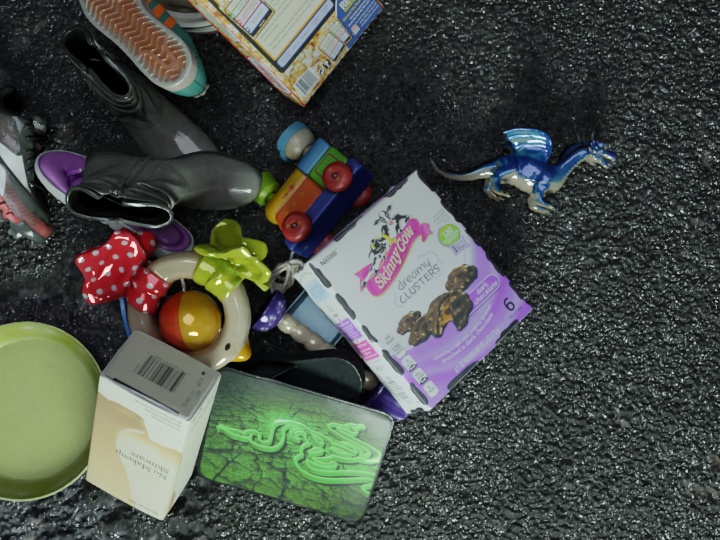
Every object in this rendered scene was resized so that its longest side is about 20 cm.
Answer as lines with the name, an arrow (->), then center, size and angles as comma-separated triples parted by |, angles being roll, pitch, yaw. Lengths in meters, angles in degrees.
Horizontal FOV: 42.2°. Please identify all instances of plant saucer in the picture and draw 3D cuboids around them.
plant saucer -> -0.381, 0.159, 1.068 | 0.199, 0.031, 0.201 | 0, 85, 3
plant saucer -> 0.000, 0.000, 1.074 | 0.070, 0.019, 0.200 | 40, 86, 6

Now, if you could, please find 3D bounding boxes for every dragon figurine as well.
dragon figurine -> 0.183, -0.126, 1.058 | 0.199, 0.059, 0.100 | 15, 85, 3

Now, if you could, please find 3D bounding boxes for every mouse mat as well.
mouse mat -> -0.075, 0.192, 1.016 | 0.199, 0.008, 0.162 | 15, 119, 0

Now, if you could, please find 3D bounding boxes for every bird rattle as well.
bird rattle -> -0.187, 0.029, 0.961 | 0.199, 0.113, 0.164 | -9, 94, -2

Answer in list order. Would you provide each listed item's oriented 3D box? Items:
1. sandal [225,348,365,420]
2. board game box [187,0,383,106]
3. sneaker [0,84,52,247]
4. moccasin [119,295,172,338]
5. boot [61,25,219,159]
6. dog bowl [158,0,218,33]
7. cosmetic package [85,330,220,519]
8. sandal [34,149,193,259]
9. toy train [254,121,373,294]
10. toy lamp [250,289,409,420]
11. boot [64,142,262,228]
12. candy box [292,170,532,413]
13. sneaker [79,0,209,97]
sandal -> -0.092, 0.127, 1.011 | 0.200, 0.048, 0.076 | -14, 118, 26
board game box -> -0.089, -0.306, 1.036 | 0.152, 0.046, 0.200 | -51, 126, -4
sneaker -> -0.395, -0.128, 1.077 | 0.098, 0.071, 0.201 | -28, 82, 2
moccasin -> -0.224, 0.070, 1.056 | 0.068, 0.080, 0.201 | -15, 98, -2
boot -> -0.246, -0.178, 1.038 | 0.200, 0.131, 0.068 | 42, 88, 6
dog bowl -> -0.189, -0.368, 1.092 | 0.199, 0.074, 0.201 | 0, 85, 2
cosmetic package -> -0.221, 0.166, 0.978 | 0.105, 0.200, 0.071 | 26, 44, 5
sandal -> -0.272, -0.086, 1.062 | 0.202, 0.083, 0.050 | 33, 126, -4
toy train -> -0.088, -0.065, 1.061 | 0.116, 0.085, 0.200 | 42, 95, 22
toy lamp -> -0.025, 0.098, 1.032 | 0.200, 0.058, 0.058 | 34, 86, -10
boot -> -0.201, -0.076, 0.980 | 0.199, 0.131, 0.068 | 5, 117, -12
candy box -> 0.056, 0.023, 1.008 | 0.168, 0.072, 0.200 | -41, 92, -20
sneaker -> -0.237, -0.262, 1.023 | 0.071, 0.080, 0.200 | -39, 75, 5
